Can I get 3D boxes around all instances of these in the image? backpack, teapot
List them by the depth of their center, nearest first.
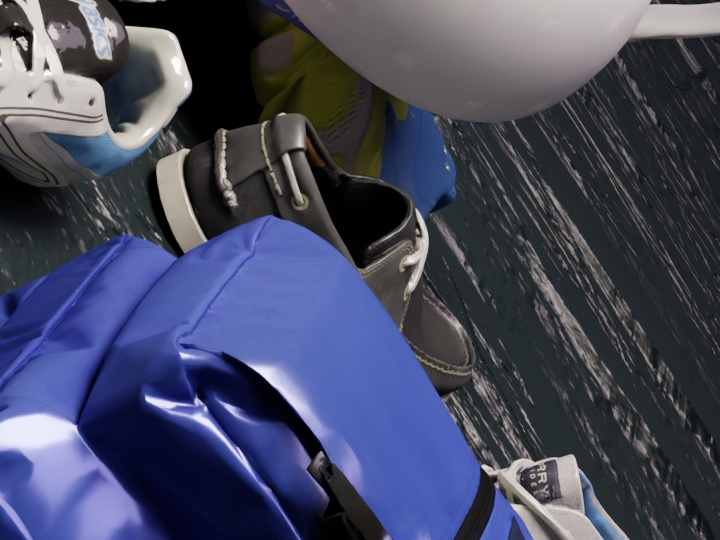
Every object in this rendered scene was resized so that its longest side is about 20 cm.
[{"bbox_3d":[-0.037,0.106,0.587,0.201,0.167,0.163,60,24,-10],"label":"backpack"},{"bbox_3d":[0.058,-0.164,1.011,0.200,0.146,0.198,-18,72,-51],"label":"teapot"}]

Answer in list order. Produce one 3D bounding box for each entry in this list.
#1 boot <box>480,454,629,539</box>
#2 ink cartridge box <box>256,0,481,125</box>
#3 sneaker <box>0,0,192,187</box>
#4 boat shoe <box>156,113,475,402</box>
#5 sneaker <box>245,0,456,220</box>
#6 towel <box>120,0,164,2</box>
[{"bbox_3d":[0.033,0.084,0.922,0.200,0.095,0.074,45,22,-38],"label":"boot"},{"bbox_3d":[0.001,-0.149,1.091,0.119,0.042,0.201,30,39,-25],"label":"ink cartridge box"},{"bbox_3d":[-0.119,-0.069,0.793,0.072,0.072,0.200,65,19,13],"label":"sneaker"},{"bbox_3d":[0.000,0.000,1.021,0.200,0.067,0.072,40,24,-50],"label":"boat shoe"},{"bbox_3d":[-0.002,-0.082,1.151,0.201,0.075,0.105,-82,149,-46],"label":"sneaker"},{"bbox_3d":[-0.074,-0.183,1.039,0.200,0.030,0.147,-50,134,-80],"label":"towel"}]
